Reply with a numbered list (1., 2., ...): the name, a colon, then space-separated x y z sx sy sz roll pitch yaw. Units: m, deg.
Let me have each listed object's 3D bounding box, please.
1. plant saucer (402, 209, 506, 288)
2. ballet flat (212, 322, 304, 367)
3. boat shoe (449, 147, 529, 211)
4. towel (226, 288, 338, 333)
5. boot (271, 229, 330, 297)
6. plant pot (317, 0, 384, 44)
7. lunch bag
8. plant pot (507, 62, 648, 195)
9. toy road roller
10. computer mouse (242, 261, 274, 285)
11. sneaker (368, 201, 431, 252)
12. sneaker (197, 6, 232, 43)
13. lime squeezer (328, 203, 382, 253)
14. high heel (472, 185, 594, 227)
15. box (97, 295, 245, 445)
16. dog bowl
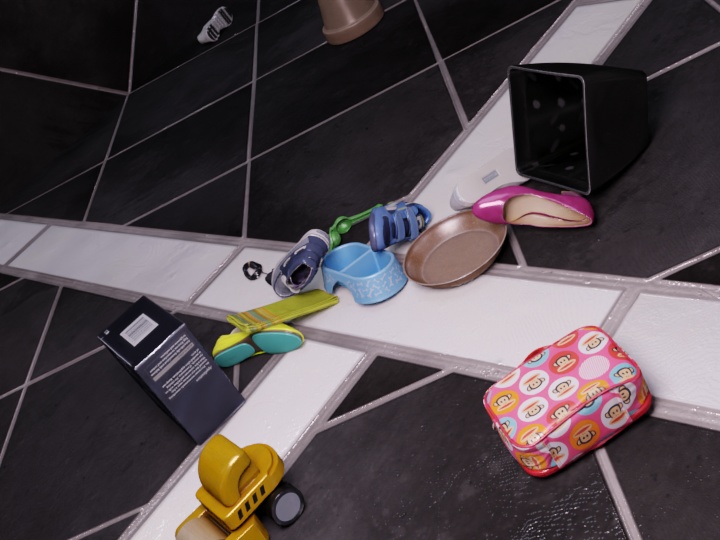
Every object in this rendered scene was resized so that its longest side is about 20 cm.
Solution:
1. plant saucer: 0.171 -0.031 1.663 0.199 0.037 0.201 -24 31 15
2. ballet flat: -0.188 0.122 1.734 0.198 0.067 0.068 -18 42 27
3. boat shoe: 0.249 -0.164 1.754 0.199 0.072 0.069 -35 -5 -24
4. towel: -0.143 0.069 1.737 0.198 0.018 0.086 -17 23 -30
5. boot: -0.127 0.009 1.771 0.200 0.072 0.091 -53 9 46
6. plant pot: -0.049 -0.810 2.844 0.198 0.176 0.201 -22 32 14
7. lunch bag: 0.265 0.163 1.255 0.199 0.082 0.176 -32 30 0
8. plant pot: 0.393 -0.271 1.654 0.176 0.202 0.199 -21 25 -24
9. toy road roller: -0.195 0.332 1.362 0.200 0.147 0.122 -44 32 -20
10. computer mouse: -0.190 -0.001 1.946 0.199 0.034 0.059 11 52 50
11. sneaker: 0.071 -0.087 1.753 0.081 0.075 0.200 4 20 21
12. sneaker: -0.554 -0.930 3.576 0.080 0.075 0.201 -16 33 41
13. lime squeezer: -0.033 -0.070 1.916 0.070 0.038 0.201 25 55 19
14. high heel: 0.289 -0.100 1.579 0.197 0.068 0.096 -7 25 3
15. box: -0.334 0.172 1.663 0.117 0.201 0.196 -42 33 -17
16. dog bowl: 0.000 0.000 1.744 0.111 0.050 0.199 -37 29 -24
